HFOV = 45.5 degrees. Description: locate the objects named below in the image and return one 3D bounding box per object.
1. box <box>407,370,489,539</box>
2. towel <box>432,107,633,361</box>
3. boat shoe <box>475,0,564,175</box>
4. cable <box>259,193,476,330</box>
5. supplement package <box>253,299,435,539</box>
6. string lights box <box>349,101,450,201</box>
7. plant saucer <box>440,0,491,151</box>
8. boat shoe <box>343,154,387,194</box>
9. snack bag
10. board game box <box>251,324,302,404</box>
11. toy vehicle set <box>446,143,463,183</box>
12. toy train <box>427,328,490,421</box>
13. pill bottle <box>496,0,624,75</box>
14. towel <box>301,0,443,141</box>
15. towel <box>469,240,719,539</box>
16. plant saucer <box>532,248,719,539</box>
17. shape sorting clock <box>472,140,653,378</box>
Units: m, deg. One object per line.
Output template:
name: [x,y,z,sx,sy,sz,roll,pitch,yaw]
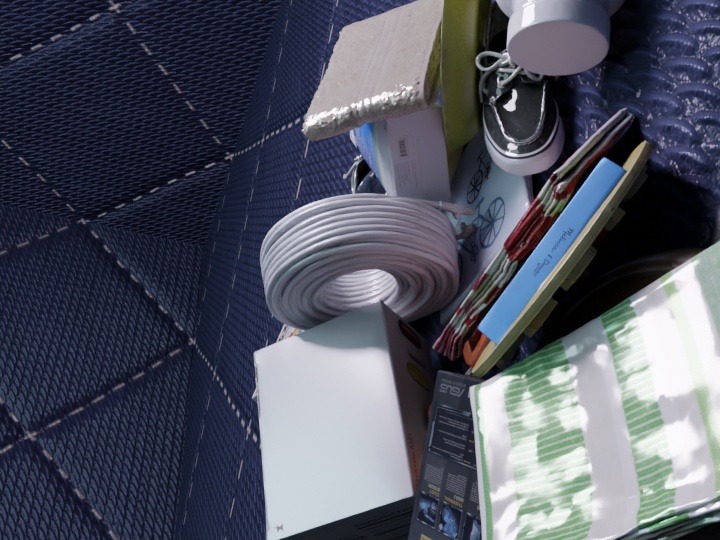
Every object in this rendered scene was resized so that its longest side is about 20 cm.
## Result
box: [0.116,0.165,0.620,0.200,0.051,0.159,3,81,61]
towel: [0.137,-0.025,0.676,0.144,0.023,0.200,-41,-15,-45]
boat shoe: [0.142,-0.174,0.777,0.068,0.073,0.200,62,-152,-47]
cable: [0.000,0.000,0.849,0.200,0.199,0.070,-49,40,49]
supplement package: [-0.007,0.159,0.839,0.155,0.111,0.201,-23,54,21]
string lights box: [0.032,-0.155,0.909,0.200,0.059,0.103,-116,14,-56]
plant saucer: [0.108,-0.219,0.849,0.200,0.031,0.201,4,-90,-76]
boat shoe: [0.019,-0.112,1.018,0.075,0.062,0.200,-58,12,24]
snack bag: [0.124,-0.067,0.881,0.189,0.021,0.201,120,159,-46]
board game box: [-0.055,0.069,1.049,0.126,0.035,0.200,-37,21,35]
toy vehicle set: [0.064,-0.102,1.021,0.200,0.026,0.125,-43,22,60]
toy train: [0.102,0.120,0.761,0.201,0.055,0.151,-95,23,-46]
pill bottle: [0.168,-0.271,0.709,0.112,0.111,0.201,143,136,-66]
towel: [0.022,-0.201,0.846,0.132,0.035,0.201,-13,38,27]
towel: [0.141,0.083,0.474,0.200,0.023,0.153,-38,34,34]
plant saucer: [0.163,0.070,0.509,0.200,0.032,0.201,-38,35,32]
shape sorting clock: [0.143,-0.005,0.606,0.200,0.039,0.200,-50,-11,-14]
